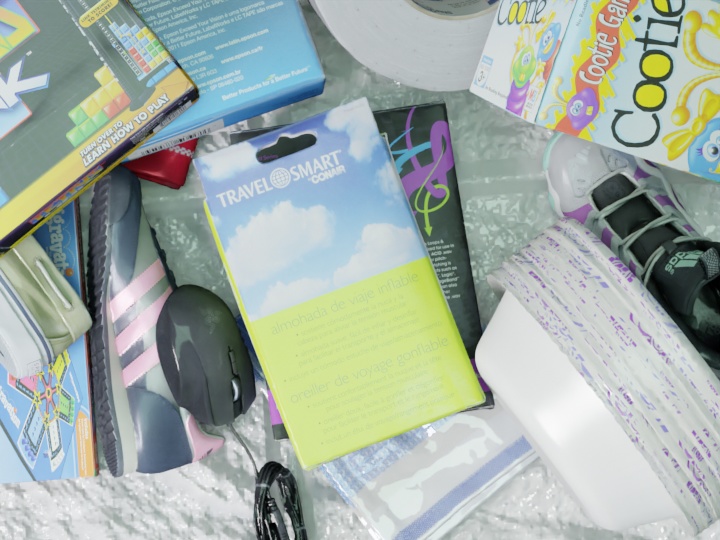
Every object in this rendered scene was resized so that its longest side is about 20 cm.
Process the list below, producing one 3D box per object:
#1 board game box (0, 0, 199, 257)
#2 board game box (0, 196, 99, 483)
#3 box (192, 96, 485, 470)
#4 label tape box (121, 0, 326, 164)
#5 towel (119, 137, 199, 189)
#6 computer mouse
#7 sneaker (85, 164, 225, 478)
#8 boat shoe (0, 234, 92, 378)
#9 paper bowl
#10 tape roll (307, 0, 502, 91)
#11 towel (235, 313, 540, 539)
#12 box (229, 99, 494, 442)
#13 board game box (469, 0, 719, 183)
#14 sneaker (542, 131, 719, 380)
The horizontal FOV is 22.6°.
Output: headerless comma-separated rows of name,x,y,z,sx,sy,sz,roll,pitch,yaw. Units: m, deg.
board game box,-0.224,-0.109,1.080,0.200,0.057,0.166,-39,90,-3
board game box,-0.229,0.038,1.179,0.102,0.019,0.201,-4,88,2
box,-0.015,0.009,1.108,0.121,0.048,0.201,-20,85,-6
label tape box,-0.121,-0.186,1.146,0.143,0.066,0.201,-20,86,-3
towel,-0.158,-0.164,1.184,0.144,0.022,0.201,16,88,0
computer mouse,-0.073,0.100,1.140,0.034,0.059,0.201,-10,110,40
sneaker,-0.132,0.030,1.164,0.082,0.070,0.201,-4,90,-18
boat shoe,-0.246,-0.027,1.147,0.062,0.072,0.201,-32,90,-26
paper bowl,0.146,0.075,1.084,0.104,0.201,0.201,-37,88,-1
tape roll,0.055,-0.216,1.115,0.199,0.066,0.201,-7,119,-13
towel,0.021,0.075,1.174,0.147,0.024,0.200,-37,88,-2
box,0.000,0.000,1.152,0.142,0.036,0.201,-8,85,-4
board game box,0.186,-0.120,1.097,0.199,0.105,0.104,16,101,-22
sneaker,0.191,-0.014,1.116,0.078,0.140,0.200,-39,89,-2
